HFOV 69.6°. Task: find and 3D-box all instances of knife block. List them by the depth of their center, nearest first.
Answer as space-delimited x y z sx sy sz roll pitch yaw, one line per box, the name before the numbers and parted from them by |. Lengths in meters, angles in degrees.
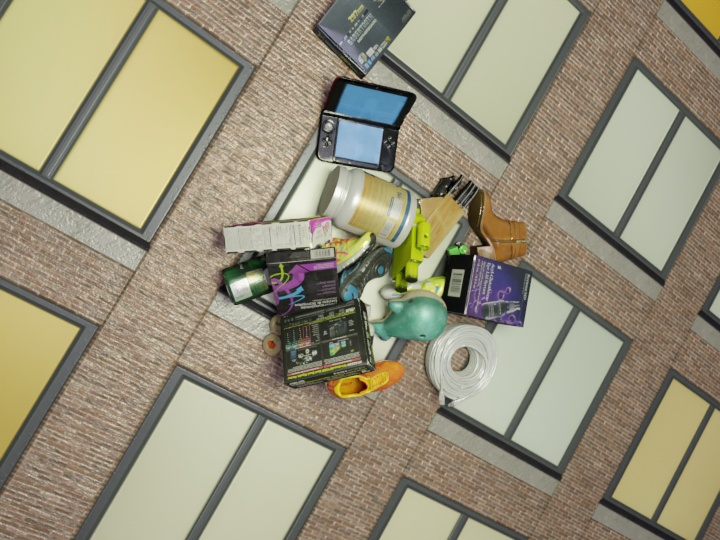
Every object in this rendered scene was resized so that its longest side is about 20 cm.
knife block | 0.219 -0.139 1.312 0.174 0.064 0.202 -6 98 -16

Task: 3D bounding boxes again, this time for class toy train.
toy train | 0.276 0.024 1.363 0.056 0.042 0.202 -21 102 -4

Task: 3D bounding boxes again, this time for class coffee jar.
coffee jar | -0.208 0.006 1.174 0.198 0.104 0.086 -20 100 -15

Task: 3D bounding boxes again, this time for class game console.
game console | 0.012 -0.330 1.199 0.198 0.119 0.174 6 94 -17

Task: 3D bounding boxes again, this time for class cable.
cable | 0.268 0.238 1.368 0.198 0.069 0.202 -16 100 -16

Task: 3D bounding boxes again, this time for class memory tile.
memory tile | -0.125 0.155 1.205 0.198 0.017 0.155 22 90 17

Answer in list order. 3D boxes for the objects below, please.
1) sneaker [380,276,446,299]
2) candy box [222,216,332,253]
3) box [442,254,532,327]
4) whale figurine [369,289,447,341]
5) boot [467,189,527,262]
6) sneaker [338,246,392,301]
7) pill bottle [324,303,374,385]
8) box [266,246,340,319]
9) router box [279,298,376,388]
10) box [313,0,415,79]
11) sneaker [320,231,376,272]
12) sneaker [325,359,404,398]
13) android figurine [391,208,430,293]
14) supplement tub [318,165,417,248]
sneaker | 0.147 0.077 1.308 0.198 0.076 0.106 -7 99 -17
candy box | -0.174 -0.078 1.115 0.198 0.136 0.062 -2 98 15
box | 0.316 0.051 1.297 0.198 0.104 0.150 12 86 -27
whale figurine | 0.115 0.130 1.251 0.199 0.104 0.159 -25 131 24
boot | 0.367 -0.117 1.354 0.154 0.077 0.202 -8 101 -15
sneaker | 0.000 0.000 1.254 0.200 0.081 0.074 -40 124 -32
pill bottle | -0.025 0.179 1.246 0.110 0.111 0.202 5 95 -18
box | -0.117 0.032 1.114 0.141 0.036 0.201 -6 142 -2
router box | -0.073 0.161 1.130 0.198 0.062 0.151 -15 62 14
box | 0.010 -0.580 1.206 0.157 0.051 0.201 40 84 -16
sneaker | -0.051 -0.045 1.192 0.199 0.078 0.091 -31 90 31
sneaker | 0.021 0.254 1.175 0.198 0.077 0.074 -10 100 -28
android figurine | 0.116 -0.053 1.231 0.041 0.182 0.202 15 60 -13
supplement tub | 0.016 -0.149 1.206 0.198 0.145 0.146 20 90 -19
